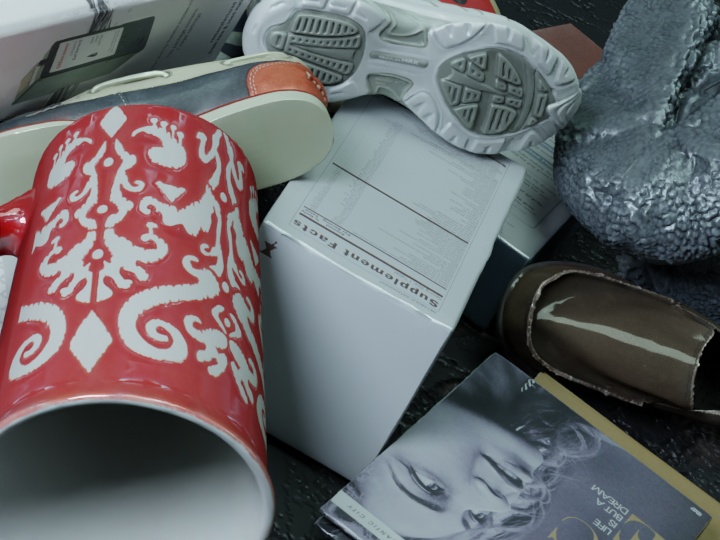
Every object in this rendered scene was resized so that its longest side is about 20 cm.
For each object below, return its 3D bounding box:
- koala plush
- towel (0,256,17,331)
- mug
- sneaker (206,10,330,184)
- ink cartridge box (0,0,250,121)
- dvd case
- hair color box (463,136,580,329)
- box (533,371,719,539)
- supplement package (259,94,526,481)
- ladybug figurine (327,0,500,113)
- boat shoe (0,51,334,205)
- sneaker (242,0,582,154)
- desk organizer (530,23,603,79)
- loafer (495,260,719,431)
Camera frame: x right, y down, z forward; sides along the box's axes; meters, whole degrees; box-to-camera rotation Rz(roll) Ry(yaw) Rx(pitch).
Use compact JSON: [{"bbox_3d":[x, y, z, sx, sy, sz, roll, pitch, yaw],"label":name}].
[{"bbox_3d":[0.210,-0.035,1.319,0.177,0.201,0.184,24,61,35],"label":"koala plush"},{"bbox_3d":[-0.251,-0.020,1.061,0.190,0.032,0.201,14,34,-26],"label":"towel"},{"bbox_3d":[-0.117,0.019,0.976,0.177,0.133,0.201,33,36,-28],"label":"mug"},{"bbox_3d":[-0.082,-0.077,1.243,0.130,0.079,0.200,55,51,-30],"label":"sneaker"},{"bbox_3d":[-0.169,-0.163,1.106,0.199,0.084,0.146,-21,68,-43],"label":"ink cartridge box"},{"bbox_3d":[0.082,0.126,1.109,0.148,0.016,0.200,37,34,12],"label":"dvd case"},{"bbox_3d":[0.085,-0.048,1.360,0.099,0.061,0.200,35,32,8],"label":"hair color box"},{"bbox_3d":[0.144,0.149,1.161,0.199,0.021,0.163,37,31,9],"label":"box"},{"bbox_3d":[0.000,0.000,1.168,0.113,0.110,0.200,30,30,1],"label":"supplement package"},{"bbox_3d":[0.018,-0.155,1.415,0.135,0.073,0.200,19,28,29],"label":"ladybug figurine"},{"bbox_3d":[-0.113,-0.066,1.097,0.198,0.072,0.063,-13,39,-7],"label":"boat shoe"},{"bbox_3d":[0.028,-0.129,1.204,0.198,0.078,0.100,17,28,-19],"label":"sneaker"},{"bbox_3d":[0.177,-0.079,1.476,0.200,0.072,0.077,42,30,19],"label":"desk organizer"},{"bbox_3d":[0.171,0.043,1.266,0.199,0.074,0.071,16,-5,-23],"label":"loafer"}]
